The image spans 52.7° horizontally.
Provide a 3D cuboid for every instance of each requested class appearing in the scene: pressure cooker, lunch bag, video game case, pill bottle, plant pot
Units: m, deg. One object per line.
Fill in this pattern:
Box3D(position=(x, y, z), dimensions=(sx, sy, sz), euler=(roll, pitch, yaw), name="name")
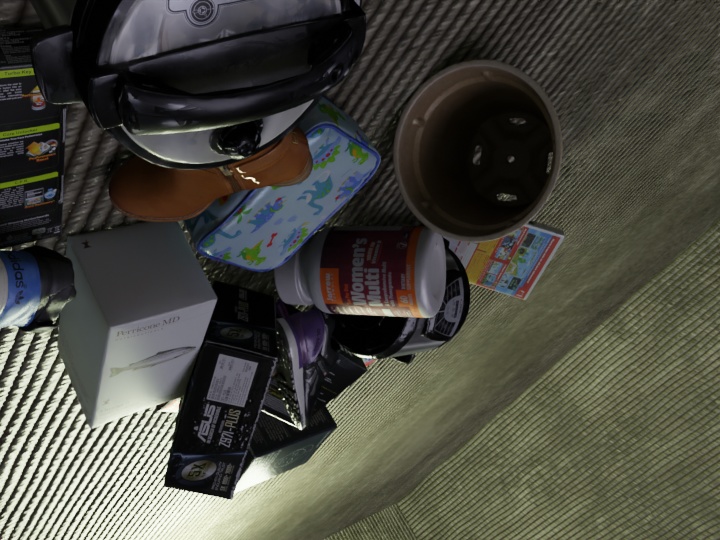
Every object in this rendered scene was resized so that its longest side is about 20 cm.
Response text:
Box3D(position=(0.063, 0.033, 1.064), dimensions=(0.175, 0.180, 0.199), euler=(-36, 158, 31), name="pressure cooker")
Box3D(position=(-0.084, -0.090, 0.765), dimensions=(0.200, 0.083, 0.160), euler=(-42, 155, 17), name="lunch bag")
Box3D(position=(-0.101, -0.163, 0.447), dimensions=(0.176, 0.201, 0.178), euler=(-42, 152, 13), name="pressure cooker")
Box3D(position=(0.200, -0.034, 1.150), dimensions=(0.197, 0.018, 0.144), euler=(17, 130, -7), name="video game case")
Box3D(position=(0.000, 0.000, 0.901), dimensions=(0.197, 0.111, 0.109), euler=(1, 166, 20), name="pill bottle")
Box3D(position=(0.165, -0.142, 0.897), dimensions=(0.200, 0.201, 0.183), euler=(-45, 166, 23), name="plant pot")

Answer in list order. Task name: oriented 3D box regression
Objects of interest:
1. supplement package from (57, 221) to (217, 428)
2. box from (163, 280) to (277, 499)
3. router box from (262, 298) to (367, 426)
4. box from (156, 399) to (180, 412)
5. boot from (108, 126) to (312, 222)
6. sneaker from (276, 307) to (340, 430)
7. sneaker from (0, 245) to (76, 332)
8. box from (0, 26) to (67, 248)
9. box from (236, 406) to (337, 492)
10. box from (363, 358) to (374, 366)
Box3D(position=(-0.247, 0.058, 0.783), dimensions=(0.116, 0.118, 0.201), euler=(-15, 149, -35), name="supplement package")
Box3D(position=(-0.169, 0.142, 0.892), dimensions=(0.085, 0.164, 0.202), euler=(15, 111, -13), name="box")
Box3D(position=(-0.102, 0.142, 1.059), dimensions=(0.149, 0.051, 0.200), euler=(-39, 138, 10), name="router box")
Box3D(position=(-0.201, 0.141, 1.094), dimensions=(0.199, 0.040, 0.137), euler=(-40, 155, 11), name="box")
Box3D(position=(-0.140, -0.089, 0.597), dimensions=(0.197, 0.078, 0.155), euler=(-3, 177, 7), name="boot")
Box3D(position=(-0.063, 0.136, 0.985), dimensions=(0.087, 0.076, 0.202), euler=(-20, 136, -22), name="sneaker")
Box3D(position=(-0.327, 0.030, 0.626), dimensions=(0.198, 0.078, 0.111), euler=(-21, 170, 31), name="sneaker")
Box3D(position=(-0.318, -0.078, 0.524), dimensions=(0.198, 0.048, 0.194), euler=(-18, 150, -33), name="box")
Box3D(position=(-0.170, 0.317, 1.386), dimensions=(0.198, 0.108, 0.149), euler=(-10, 146, -43), name="box")
Box3D(position=(0.017, 0.088, 1.216), dimensions=(0.198, 0.095, 0.103), euler=(-31, 156, -8), name="box")
